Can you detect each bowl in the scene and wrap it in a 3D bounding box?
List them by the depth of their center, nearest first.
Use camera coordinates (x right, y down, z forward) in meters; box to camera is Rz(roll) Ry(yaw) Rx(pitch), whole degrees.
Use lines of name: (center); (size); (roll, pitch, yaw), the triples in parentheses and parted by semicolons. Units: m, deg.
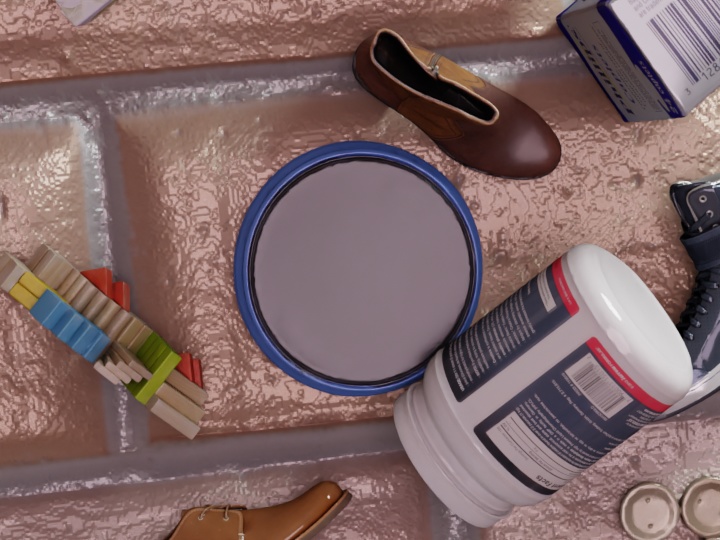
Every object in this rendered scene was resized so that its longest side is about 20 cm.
bowl: (0.000, 0.000, 1.614); (0.199, 0.039, 0.202); (0, 94, -6)

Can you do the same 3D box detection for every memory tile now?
memory tile: (0.289, 0.266, 1.673); (0.152, 0.017, 0.202); (-5, 93, -6)

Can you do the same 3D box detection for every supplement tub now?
supplement tub: (0.138, 0.088, 1.561); (0.200, 0.140, 0.141); (-39, 97, 19)

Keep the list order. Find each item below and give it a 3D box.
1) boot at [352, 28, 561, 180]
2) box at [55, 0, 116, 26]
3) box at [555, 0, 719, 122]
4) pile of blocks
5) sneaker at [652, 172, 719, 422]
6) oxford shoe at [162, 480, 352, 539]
boot: (0.083, -0.125, 1.534); (0.188, 0.200, 0.069); (37, 89, -7)
box: (-0.148, -0.258, 1.549); (0.199, 0.041, 0.039); (-36, 96, 17)
box: (0.259, -0.210, 1.548); (0.184, 0.200, 0.105); (-39, 95, -3)
pile of blocks: (-0.189, 0.043, 1.574); (0.200, 0.082, 0.062); (38, 89, -7)
sneaker: (0.262, 0.012, 1.622); (0.202, 0.077, 0.147); (-39, 100, -5)
oxford shoe: (-0.101, 0.207, 1.602); (0.199, 0.071, 0.072); (-27, 91, -3)
